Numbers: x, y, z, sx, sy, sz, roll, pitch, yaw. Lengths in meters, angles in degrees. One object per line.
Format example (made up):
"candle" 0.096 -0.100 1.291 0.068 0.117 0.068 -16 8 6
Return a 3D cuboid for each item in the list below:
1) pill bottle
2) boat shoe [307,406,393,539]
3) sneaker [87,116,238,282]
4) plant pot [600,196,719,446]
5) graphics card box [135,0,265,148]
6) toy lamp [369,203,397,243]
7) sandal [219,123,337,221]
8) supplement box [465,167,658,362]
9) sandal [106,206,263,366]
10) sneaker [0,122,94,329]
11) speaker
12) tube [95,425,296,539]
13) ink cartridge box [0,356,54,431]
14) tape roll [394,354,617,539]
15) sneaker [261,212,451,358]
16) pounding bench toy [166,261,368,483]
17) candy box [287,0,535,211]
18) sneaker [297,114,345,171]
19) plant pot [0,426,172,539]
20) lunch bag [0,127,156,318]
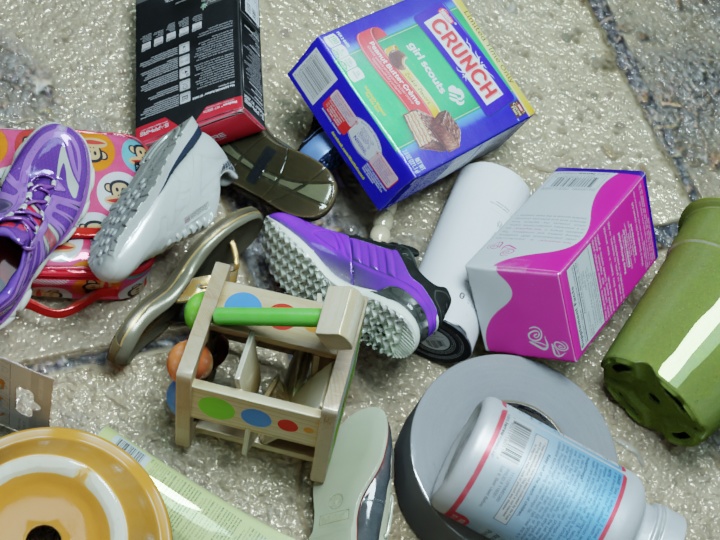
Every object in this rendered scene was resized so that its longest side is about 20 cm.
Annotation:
"pill bottle" 0.169 0.199 1.193 0.200 0.109 0.109 29 58 1
"boat shoe" -0.002 0.215 1.240 0.063 0.071 0.200 46 40 -35
"sneaker" -0.172 -0.053 1.261 0.081 0.076 0.200 48 46 -23
"plant pot" 0.337 0.064 1.364 0.200 0.200 0.190 43 71 10
"graphics card box" -0.163 -0.213 1.404 0.125 0.051 0.200 -17 60 21
"toy lamp" 0.023 -0.054 1.400 0.058 0.058 0.200 15 58 -8
"sandal" -0.096 -0.108 1.388 0.200 0.055 0.082 32 86 26
"supplement box" 0.199 -0.010 1.356 0.101 0.103 0.200 6 33 36
"sandal" -0.152 0.023 1.294 0.054 0.080 0.200 37 62 9
"sneaker" -0.286 -0.039 1.203 0.081 0.083 0.200 23 71 -10
"speaker" 0.104 -0.011 1.385 0.081 0.081 0.200 25 58 -1
"tube" -0.155 0.212 1.209 0.200 0.058 0.052 34 20 1
"ink cartridge box" -0.343 0.063 1.169 0.200 0.161 0.050 21 62 -3
"tape roll" 0.133 0.181 1.295 0.200 0.066 0.200 6 60 -11
"sneaker" 0.000 0.001 1.309 0.200 0.070 0.100 35 49 23
"pounding bench toy" -0.083 0.066 1.204 0.156 0.200 0.124 14 54 2
"candy box" 0.055 -0.177 1.401 0.200 0.077 0.169 -31 85 -41
"sneaker" -0.018 -0.171 1.451 0.078 0.070 0.200 38 51 8
"plant pot" -0.242 0.213 1.073 0.200 0.183 0.200 2 76 -9
"lunch bag" -0.289 -0.041 1.295 0.200 0.082 0.176 1 66 -16
